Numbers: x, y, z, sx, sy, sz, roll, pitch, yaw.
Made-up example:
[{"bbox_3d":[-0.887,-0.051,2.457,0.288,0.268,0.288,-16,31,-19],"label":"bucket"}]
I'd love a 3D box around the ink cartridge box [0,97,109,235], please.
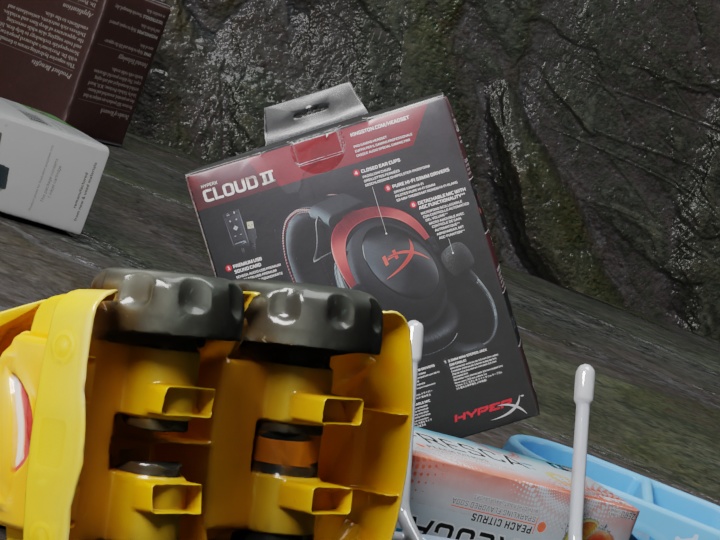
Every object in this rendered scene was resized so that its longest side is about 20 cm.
[{"bbox_3d":[-0.336,-0.109,1.689,0.199,0.085,0.146,17,7,-31],"label":"ink cartridge box"}]

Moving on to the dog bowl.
[{"bbox_3d":[0.166,0.155,1.201,0.199,0.050,0.111,22,6,6],"label":"dog bowl"}]

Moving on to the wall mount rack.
[{"bbox_3d":[0.082,0.117,0.952,0.199,0.075,0.174,16,32,-35],"label":"wall mount rack"}]

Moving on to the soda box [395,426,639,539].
[{"bbox_3d":[0.043,0.121,1.019,0.199,0.064,0.068,18,7,-32],"label":"soda box"}]

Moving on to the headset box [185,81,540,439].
[{"bbox_3d":[0.000,0.000,1.085,0.148,0.201,0.075,-17,4,5],"label":"headset box"}]

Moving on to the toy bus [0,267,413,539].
[{"bbox_3d":[-0.102,0.062,0.827,0.191,0.136,0.200,9,0,37],"label":"toy bus"}]

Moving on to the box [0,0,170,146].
[{"bbox_3d":[-0.380,-0.289,2.584,0.165,0.201,0.164,23,6,22],"label":"box"}]
